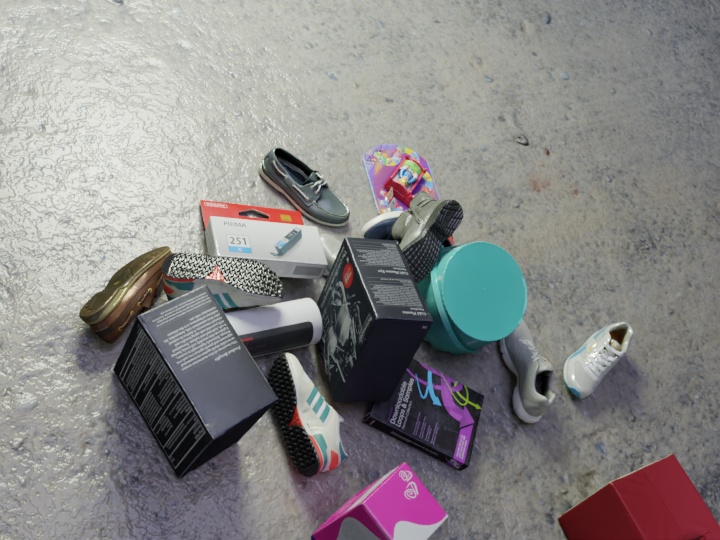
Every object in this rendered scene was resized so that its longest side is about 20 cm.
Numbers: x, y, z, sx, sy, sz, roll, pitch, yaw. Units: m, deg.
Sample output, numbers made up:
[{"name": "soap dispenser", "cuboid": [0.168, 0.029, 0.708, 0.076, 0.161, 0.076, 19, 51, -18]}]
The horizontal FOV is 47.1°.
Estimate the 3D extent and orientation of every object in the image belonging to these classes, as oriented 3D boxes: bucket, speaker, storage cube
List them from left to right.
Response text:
[{"name": "speaker", "cuboid": [-0.166, 0.099, 1.352, 0.198, 0.081, 0.082, -9, 67, -31]}, {"name": "bucket", "cuboid": [0.192, 0.047, 1.498, 0.205, 0.135, 0.210, 4, 78, -22]}, {"name": "storage cube", "cuboid": [0.480, 0.450, 1.411, 0.169, 0.201, 0.181, -12, 62, -31]}]

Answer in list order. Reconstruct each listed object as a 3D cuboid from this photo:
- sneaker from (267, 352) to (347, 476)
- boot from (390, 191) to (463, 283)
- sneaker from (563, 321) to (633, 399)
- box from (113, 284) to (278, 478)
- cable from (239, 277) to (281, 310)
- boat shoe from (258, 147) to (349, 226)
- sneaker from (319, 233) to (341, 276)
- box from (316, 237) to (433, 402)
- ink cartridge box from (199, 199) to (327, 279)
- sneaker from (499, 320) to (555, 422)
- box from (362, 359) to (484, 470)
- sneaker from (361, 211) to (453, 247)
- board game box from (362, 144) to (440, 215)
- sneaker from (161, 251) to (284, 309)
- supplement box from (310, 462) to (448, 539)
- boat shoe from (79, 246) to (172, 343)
[{"name": "sneaker", "cuboid": [-0.081, 0.229, 1.331, 0.093, 0.070, 0.201, 2, 58, -46]}, {"name": "boot", "cuboid": [0.092, -0.053, 1.486, 0.068, 0.130, 0.200, 46, 77, -26]}, {"name": "sneaker", "cuboid": [0.470, 0.171, 1.634, 0.077, 0.081, 0.200, 45, 54, 1]}, {"name": "box", "cuboid": [-0.244, 0.165, 1.201, 0.123, 0.200, 0.199, -26, 77, -36]}, {"name": "cable", "cuboid": [-0.157, 0.006, 1.427, 0.198, 0.050, 0.098, -19, 71, -32]}, {"name": "boat shoe", "cuboid": [-0.098, -0.157, 1.544, 0.199, 0.062, 0.073, 36, 50, -5]}, {"name": "sneaker", "cuboid": [0.000, 0.000, 1.486, 0.200, 0.092, 0.076, 46, 53, 4]}, {"name": "box", "cuboid": [0.011, 0.081, 1.349, 0.103, 0.201, 0.183, 3, 42, -26]}, {"name": "ink cartridge box", "cuboid": [-0.171, -0.067, 1.436, 0.198, 0.045, 0.177, 5, 45, -26]}, {"name": "sneaker", "cuboid": [0.322, 0.174, 1.540, 0.075, 0.092, 0.202, 4, 61, -25]}, {"name": "box", "cuboid": [0.114, 0.241, 1.442, 0.198, 0.036, 0.144, 27, 54, -9]}, {"name": "sneaker", "cuboid": [0.098, -0.059, 1.580, 0.198, 0.075, 0.085, -2, 62, -27]}, {"name": "board game box", "cuboid": [0.095, -0.182, 1.670, 0.156, 0.039, 0.202, -2, 64, -28]}, {"name": "sneaker", "cuboid": [-0.223, 0.032, 1.335, 0.197, 0.094, 0.071, 10, 46, -7]}, {"name": "supplement box", "cuboid": [0.024, 0.377, 1.213, 0.103, 0.200, 0.101, -34, 81, -36]}, {"name": "boat shoe", "cuboid": [-0.360, 0.035, 1.307, 0.068, 0.071, 0.201, 62, 38, -25]}]
